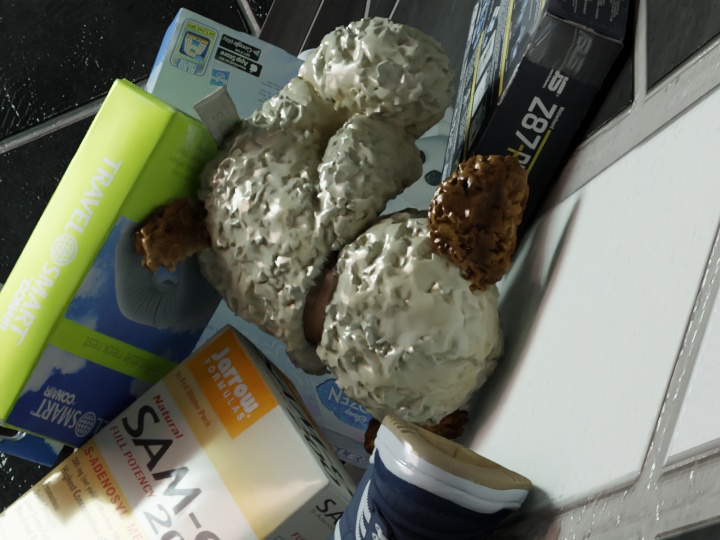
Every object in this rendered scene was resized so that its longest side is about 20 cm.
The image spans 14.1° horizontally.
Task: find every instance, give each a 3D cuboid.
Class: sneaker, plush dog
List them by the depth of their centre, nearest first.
[{"bbox_3d":[0.018,0.125,1.281,0.200,0.070,0.109,124,172,-86],"label":"sneaker"},{"bbox_3d":[0.000,0.000,1.434,0.160,0.171,0.201,-22,-44,-43],"label":"plush dog"}]

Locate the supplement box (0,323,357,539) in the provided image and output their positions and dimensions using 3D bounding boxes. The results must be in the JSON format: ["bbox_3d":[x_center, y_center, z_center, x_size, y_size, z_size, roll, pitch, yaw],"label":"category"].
[{"bbox_3d":[-0.100,0.142,1.462,0.200,0.074,0.126,-40,49,4],"label":"supplement box"}]

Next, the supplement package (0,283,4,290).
[{"bbox_3d":[-0.368,0.120,3.480,0.120,0.199,0.122,-89,22,-70],"label":"supplement package"}]

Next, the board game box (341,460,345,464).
[{"bbox_3d":[-0.057,0.105,1.708,0.200,0.119,0.032,132,121,-68],"label":"board game box"}]

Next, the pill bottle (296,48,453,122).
[{"bbox_3d":[-0.025,-0.027,1.832,0.114,0.114,0.201,-90,22,-69],"label":"pill bottle"}]

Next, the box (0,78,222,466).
[{"bbox_3d":[-0.126,0.013,1.480,0.201,0.048,0.122,-61,-31,2],"label":"box"}]

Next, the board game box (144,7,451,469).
[{"bbox_3d":[-0.044,-0.016,1.609,0.043,0.199,0.200,133,158,-64],"label":"board game box"}]

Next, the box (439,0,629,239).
[{"bbox_3d":[0.094,-0.126,1.521,0.201,0.049,0.162,-78,9,-49],"label":"box"}]

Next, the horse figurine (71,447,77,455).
[{"bbox_3d":[-0.146,0.137,1.618,0.200,0.050,0.133,90,-156,-81],"label":"horse figurine"}]
